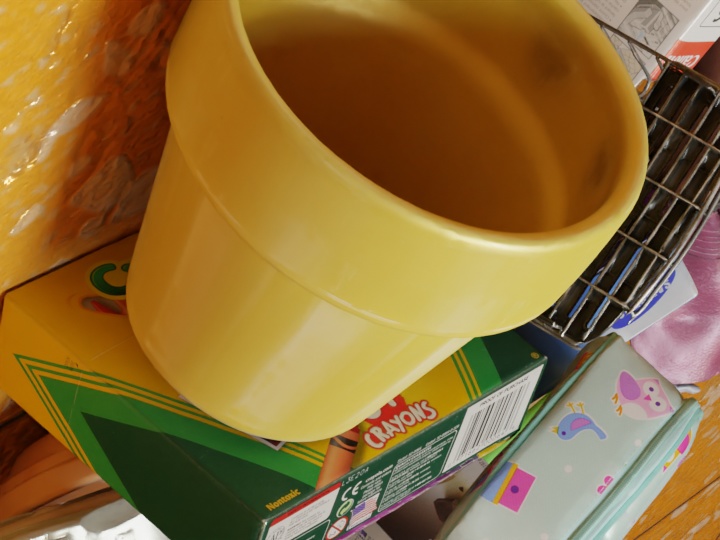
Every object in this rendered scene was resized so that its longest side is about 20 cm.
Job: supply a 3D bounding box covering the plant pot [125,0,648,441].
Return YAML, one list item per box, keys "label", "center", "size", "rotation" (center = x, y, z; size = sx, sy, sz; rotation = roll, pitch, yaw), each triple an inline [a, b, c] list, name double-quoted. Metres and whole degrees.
- label: "plant pot"
  center: [-0.008, -0.030, 1.213]
  size: [0.201, 0.201, 0.189]
  rotation: [-24, 158, -46]

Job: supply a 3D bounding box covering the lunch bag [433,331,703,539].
- label: "lunch bag"
  center: [0.094, 0.129, 1.451]
  size: [0.160, 0.077, 0.200]
  rotation: [-50, 172, -21]

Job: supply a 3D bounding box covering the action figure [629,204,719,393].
- label: "action figure"
  center: [0.196, -0.034, 1.670]
  size: [0.148, 0.134, 0.200]
  rotation: [-10, 136, -18]

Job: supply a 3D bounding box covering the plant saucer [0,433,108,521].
- label: "plant saucer"
  center: [-0.095, 0.089, 1.435]
  size: [0.200, 0.038, 0.200]
  rotation: [-18, 170, -3]

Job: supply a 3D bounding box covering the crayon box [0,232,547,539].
- label: "crayon box"
  center: [-0.042, 0.045, 1.326]
  size: [0.200, 0.172, 0.058]
  rotation: [-27, 147, -42]

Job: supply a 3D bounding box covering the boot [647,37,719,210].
- label: "boot"
  center: [0.198, -0.139, 1.502]
  size: [0.200, 0.068, 0.189]
  rotation: [66, 46, -77]

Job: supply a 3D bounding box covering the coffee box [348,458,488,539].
- label: "coffee box"
  center: [0.027, 0.155, 1.673]
  size: [0.113, 0.200, 0.080]
  rotation: [-22, 152, -47]

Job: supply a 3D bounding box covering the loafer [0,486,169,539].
- label: "loafer"
  center: [-0.104, 0.126, 1.367]
  size: [0.199, 0.063, 0.072]
  rotation: [-12, 110, -23]

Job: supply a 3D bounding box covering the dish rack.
- label: "dish rack"
  center: [0.079, -0.056, 1.316]
  size: [0.154, 0.200, 0.055]
  rotation: [-57, 149, -1]

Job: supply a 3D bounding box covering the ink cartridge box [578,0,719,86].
- label: "ink cartridge box"
  center: [0.133, -0.153, 1.377]
  size: [0.200, 0.109, 0.050]
  rotation: [-52, 160, 23]

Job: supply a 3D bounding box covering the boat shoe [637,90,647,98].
- label: "boat shoe"
  center: [0.108, -0.036, 1.646]
  size: [0.200, 0.074, 0.060]
  rotation: [-41, 159, -37]

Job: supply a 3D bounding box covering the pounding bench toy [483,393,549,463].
- label: "pounding bench toy"
  center: [0.085, 0.140, 1.886]
  size: [0.156, 0.124, 0.200]
  rotation: [-35, 159, -25]

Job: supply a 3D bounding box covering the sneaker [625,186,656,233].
- label: "sneaker"
  center: [0.206, -0.047, 1.844]
  size: [0.100, 0.070, 0.200]
  rotation: [-44, 159, 20]

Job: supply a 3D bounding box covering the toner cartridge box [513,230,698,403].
- label: "toner cartridge box"
  center: [0.079, 0.047, 1.534]
  size: [0.200, 0.043, 0.095]
  rotation: [-32, -171, -16]
